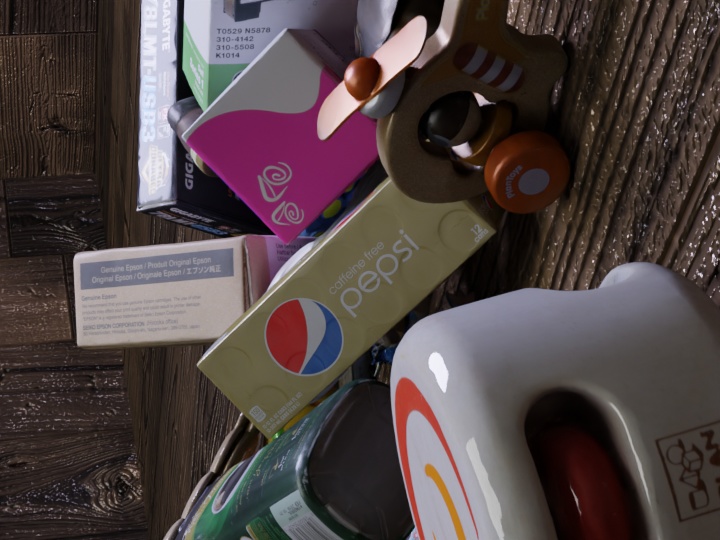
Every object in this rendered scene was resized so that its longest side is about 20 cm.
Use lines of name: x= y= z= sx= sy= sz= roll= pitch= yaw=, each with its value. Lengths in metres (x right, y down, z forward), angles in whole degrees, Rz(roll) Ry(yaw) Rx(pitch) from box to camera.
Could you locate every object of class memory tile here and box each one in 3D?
memory tile: x=-0.121 y=0.190 z=1.201 sx=0.200 sy=0.017 sz=0.154 roll=-58 pitch=-7 yaw=-50

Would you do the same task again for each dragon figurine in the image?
dragon figurine: x=0.052 y=0.080 z=1.048 sx=0.200 sy=0.059 sz=0.100 roll=-110 pitch=21 yaw=-49

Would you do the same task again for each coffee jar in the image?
coffee jar: x=-0.038 y=0.148 z=0.987 sx=0.200 sy=0.085 sz=0.104 roll=-39 pitch=13 yaw=50

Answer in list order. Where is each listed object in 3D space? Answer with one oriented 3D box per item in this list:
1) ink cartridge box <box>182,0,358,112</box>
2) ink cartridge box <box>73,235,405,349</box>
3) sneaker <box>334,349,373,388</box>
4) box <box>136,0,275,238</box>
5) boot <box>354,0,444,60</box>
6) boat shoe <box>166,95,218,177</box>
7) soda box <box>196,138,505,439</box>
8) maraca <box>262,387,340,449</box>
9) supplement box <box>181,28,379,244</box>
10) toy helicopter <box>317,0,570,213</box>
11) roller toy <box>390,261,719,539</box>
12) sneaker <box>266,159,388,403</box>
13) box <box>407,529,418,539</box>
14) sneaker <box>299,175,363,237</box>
ink cartridge box: x=-0.054 y=-0.226 z=1.205 sx=0.084 sy=0.146 sz=0.201 roll=-117 pitch=26 yaw=-50
ink cartridge box: x=-0.087 y=0.018 z=1.195 sx=0.164 sy=0.200 sz=0.075 roll=-6 pitch=85 yaw=33
sneaker: x=-0.028 y=0.143 z=1.362 sx=0.081 sy=0.074 sz=0.201 roll=163 pitch=102 yaw=-76
box: x=-0.109 y=-0.128 z=1.372 sx=0.050 sy=0.198 sz=0.201 roll=-10 pitch=73 yaw=31
boot: x=0.031 y=-0.165 z=1.032 sx=0.200 sy=0.074 sz=0.097 roll=-119 pitch=25 yaw=-64
boat shoe: x=-0.083 y=-0.121 z=1.305 sx=0.066 sy=0.201 sz=0.072 roll=47 pitch=116 yaw=16
soda box: x=-0.005 y=0.010 z=0.984 sx=0.068 sy=0.200 sz=0.064 roll=46 pitch=-161 yaw=-3
maraca: x=-0.010 y=0.170 z=1.213 sx=0.107 sy=0.137 sz=0.200 roll=-44 pitch=44 yaw=22
supplement box: x=-0.040 y=-0.098 z=1.102 sx=0.101 sy=0.103 sz=0.200 roll=46 pitch=-173 yaw=-3
toy helicopter: x=0.049 y=-0.122 z=0.849 sx=0.079 sy=0.132 sz=0.200 roll=-111 pitch=22 yaw=-50
roller toy: x=0.103 y=0.095 z=0.685 sx=0.200 sy=0.139 sz=0.183 roll=-117 pitch=15 yaw=-52
sneaker: x=0.000 y=0.000 z=1.049 sx=0.200 sy=0.075 sz=0.088 roll=-59 pitch=17 yaw=-7
box: x=-0.011 y=0.196 z=1.080 sx=0.040 sy=0.200 sz=0.137 roll=51 pitch=-167 yaw=-43
sneaker: x=-0.030 y=-0.070 z=1.310 sx=0.200 sy=0.071 sz=0.083 roll=104 pitch=151 yaw=-59
